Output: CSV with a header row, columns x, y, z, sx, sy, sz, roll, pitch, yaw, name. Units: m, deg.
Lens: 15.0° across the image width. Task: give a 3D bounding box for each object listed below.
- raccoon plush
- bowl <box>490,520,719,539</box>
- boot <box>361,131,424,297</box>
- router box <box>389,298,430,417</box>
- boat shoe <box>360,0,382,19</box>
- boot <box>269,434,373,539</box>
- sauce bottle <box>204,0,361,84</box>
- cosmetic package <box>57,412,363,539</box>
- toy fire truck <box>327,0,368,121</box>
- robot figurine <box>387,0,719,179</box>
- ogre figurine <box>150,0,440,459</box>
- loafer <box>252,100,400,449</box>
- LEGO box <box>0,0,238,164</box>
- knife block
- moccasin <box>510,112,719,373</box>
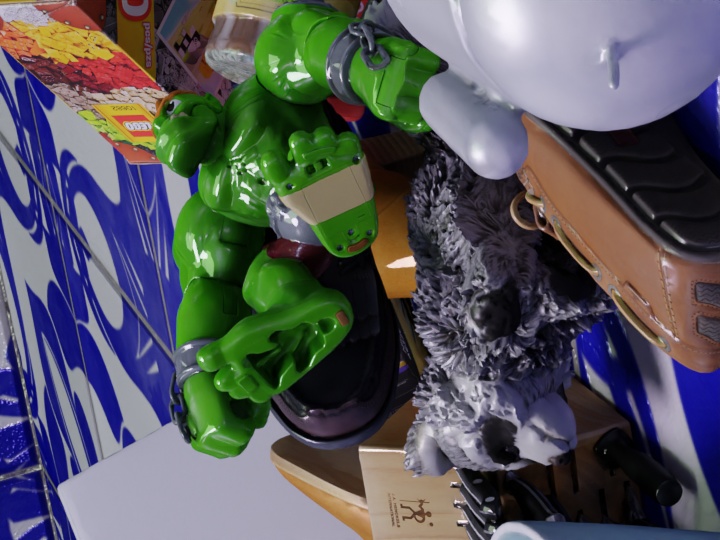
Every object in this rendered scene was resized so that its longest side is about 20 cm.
x,y,z,sx,sy,sz,roll,pitch,yaw,name
0.047,-0.007,1.201,0.134,0.096,0.201,-58,43,47,raccoon plush
0.132,0.184,1.105,0.201,0.105,0.202,165,90,-76,bowl
0.000,-0.001,1.311,0.201,0.143,0.071,-124,16,-58,boot
-0.015,-0.004,1.481,0.157,0.052,0.201,53,-166,-67,router box
0.036,-0.131,1.234,0.199,0.066,0.075,142,114,-74,boat shoe
0.034,0.171,1.387,0.201,0.071,0.145,19,119,30,boot
-0.016,-0.179,1.237,0.065,0.064,0.201,163,122,-76,sauce bottle
-0.042,0.192,1.549,0.168,0.166,0.200,62,180,42,cosmetic package
-0.042,-0.177,1.312,0.049,0.140,0.201,-132,54,-63,toy fire truck
0.074,-0.117,1.008,0.170,0.113,0.200,-67,23,8,robot figurine
-0.034,-0.030,1.151,0.120,0.098,0.201,-116,26,-52,ogre figurine
-0.027,-0.012,1.233,0.063,0.072,0.201,73,-173,-48,loafer
-0.100,-0.176,1.369,0.149,0.077,0.201,43,-124,-47,LEGO box
0.098,0.095,1.269,0.200,0.175,0.064,-39,-55,-55,knife block
0.098,-0.036,1.102,0.201,0.073,0.078,49,143,41,moccasin
